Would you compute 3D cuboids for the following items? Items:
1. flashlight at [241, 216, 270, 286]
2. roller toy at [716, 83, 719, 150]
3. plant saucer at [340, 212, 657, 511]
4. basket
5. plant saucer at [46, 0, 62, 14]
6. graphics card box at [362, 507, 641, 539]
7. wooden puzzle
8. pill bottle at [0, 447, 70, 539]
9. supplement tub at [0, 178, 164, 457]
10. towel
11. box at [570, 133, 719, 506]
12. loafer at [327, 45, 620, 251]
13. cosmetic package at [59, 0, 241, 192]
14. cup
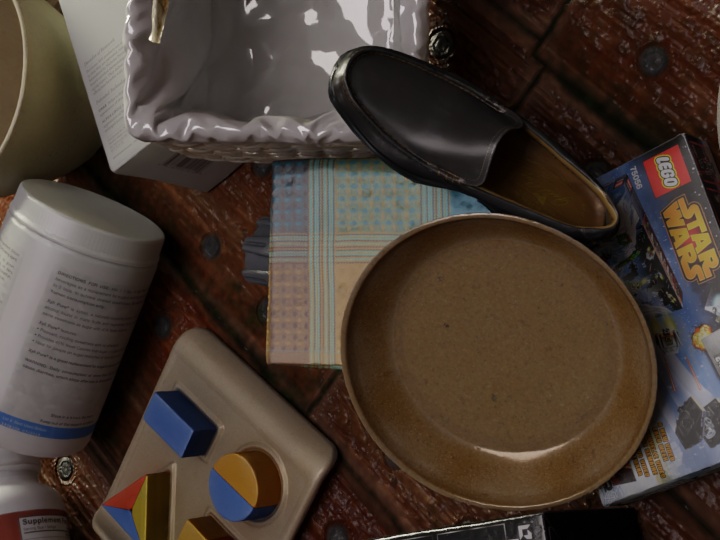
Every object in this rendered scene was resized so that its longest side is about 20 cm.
[{"bbox_3d":[0.000,0.000,1.026,0.199,0.068,0.068,6,90,36],"label":"flashlight"},{"bbox_3d":[0.296,-0.083,0.767,0.182,0.140,0.201,-32,68,31],"label":"roller toy"},{"bbox_3d":[0.087,0.054,0.884,0.199,0.035,0.201,7,113,16],"label":"plant saucer"},{"bbox_3d":[-0.049,-0.174,0.979,0.199,0.161,0.199,1,85,5],"label":"basket"},{"bbox_3d":[-0.323,-0.314,1.327,0.199,0.029,0.201,-5,82,37],"label":"plant saucer"},{"bbox_3d":[0.068,0.191,0.916,0.199,0.125,0.051,-18,73,34],"label":"graphics card box"},{"bbox_3d":[-0.128,0.173,1.116,0.185,0.046,0.200,39,108,33],"label":"wooden puzzle"},{"bbox_3d":[-0.298,0.249,1.194,0.112,0.112,0.201,-25,70,32],"label":"pill bottle"},{"bbox_3d":[-0.255,0.040,1.173,0.132,0.132,0.201,31,103,35],"label":"supplement tub"},{"bbox_3d":[0.033,-0.004,0.943,0.199,0.022,0.147,0,85,18],"label":"towel"},{"bbox_3d":[0.187,0.033,0.898,0.137,0.040,0.201,-27,69,33],"label":"box"},{"bbox_3d":[0.074,-0.077,0.858,0.073,0.199,0.072,-63,10,-10],"label":"loafer"},{"bbox_3d":[-0.164,-0.175,1.141,0.081,0.113,0.201,-34,65,29],"label":"cosmetic package"},{"bbox_3d":[-0.298,-0.150,1.218,0.200,0.143,0.201,-4,83,37],"label":"cup"}]
